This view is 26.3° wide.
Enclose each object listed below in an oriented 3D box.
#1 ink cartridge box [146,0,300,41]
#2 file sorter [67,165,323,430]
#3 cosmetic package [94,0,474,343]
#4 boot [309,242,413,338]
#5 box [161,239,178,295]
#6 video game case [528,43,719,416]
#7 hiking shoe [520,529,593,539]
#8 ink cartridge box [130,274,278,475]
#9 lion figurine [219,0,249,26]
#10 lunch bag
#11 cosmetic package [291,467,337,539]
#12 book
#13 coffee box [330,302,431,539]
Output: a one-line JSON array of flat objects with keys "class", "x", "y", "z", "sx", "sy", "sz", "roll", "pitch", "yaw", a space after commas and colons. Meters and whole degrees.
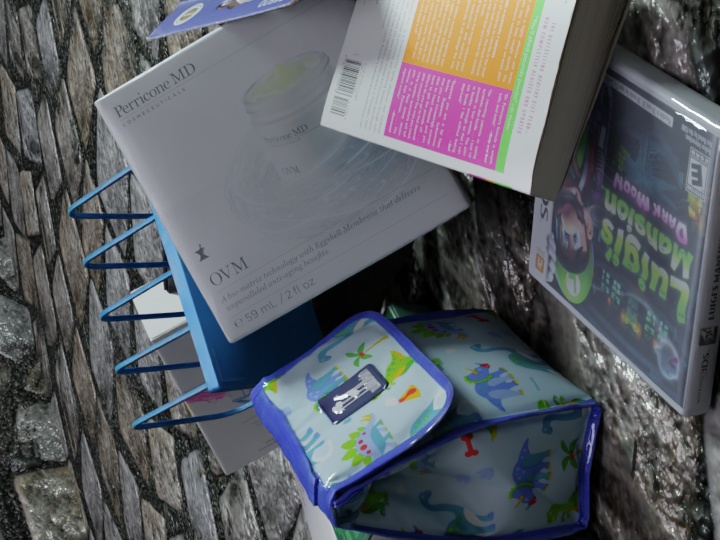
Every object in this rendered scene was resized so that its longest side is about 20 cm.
[{"class": "ink cartridge box", "x": -0.049, "y": -0.247, "z": 1.107, "sx": 0.199, "sy": 0.200, "sz": 0.041, "roll": -2, "pitch": 128, "yaw": 50}, {"class": "file sorter", "x": -0.136, "y": 0.016, "z": 1.251, "sx": 0.122, "sy": 0.138, "sz": 0.201, "roll": -27, "pitch": 75, "yaw": 34}, {"class": "cosmetic package", "x": -0.051, "y": -0.086, "z": 1.124, "sx": 0.201, "sy": 0.199, "sz": 0.123, "roll": 60, "pitch": -174, "yaw": -1}, {"class": "boot", "x": 0.000, "y": 0.000, "z": 1.293, "sx": 0.075, "sy": 0.073, "sz": 0.201, "roll": -34, "pitch": -33, "yaw": -74}, {"class": "box", "x": -0.075, "y": -0.041, "z": 1.354, "sx": 0.046, "sy": 0.199, "sz": 0.160, "roll": -59, "pitch": -24, "yaw": -58}, {"class": "video game case", "x": 0.161, "y": -0.038, "z": 0.940, "sx": 0.200, "sy": 0.023, "sz": 0.183, "roll": -131, "pitch": 37, "yaw": -55}, {"class": "hiking shoe", "x": 0.102, "y": 0.221, "z": 1.139, "sx": 0.200, "sy": 0.075, "sz": 0.101, "roll": -163, "pitch": 69, "yaw": -67}, {"class": "ink cartridge box", "x": -0.136, "y": 0.073, "z": 1.545, "sx": 0.201, "sy": 0.125, "sz": 0.129, "roll": 64, "pitch": 173, "yaw": -26}, {"class": "lion figurine", "x": -0.107, "y": -0.253, "z": 1.502, "sx": 0.200, "sy": 0.072, "sz": 0.123, "roll": 53, "pitch": 180, "yaw": 41}, {"class": "lunch bag", "x": 0.040, "y": 0.109, "z": 1.076, "sx": 0.170, "sy": 0.199, "sz": 0.128, "roll": -135, "pitch": 42, "yaw": -59}, {"class": "cosmetic package", "x": -0.015, "y": 0.263, "z": 1.510, "sx": 0.083, "sy": 0.050, "sz": 0.201, "roll": 120, "pitch": 137, "yaw": -59}, {"class": "book", "x": 0.062, "y": -0.131, "z": 0.969, "sx": 0.200, "sy": 0.048, "sz": 0.134, "roll": 24, "pitch": 99, "yaw": 46}, {"class": "coffee box", "x": 0.025, "y": 0.140, "z": 1.285, "sx": 0.201, "sy": 0.044, "sz": 0.123, "roll": -66, "pitch": 32, "yaw": 31}]
